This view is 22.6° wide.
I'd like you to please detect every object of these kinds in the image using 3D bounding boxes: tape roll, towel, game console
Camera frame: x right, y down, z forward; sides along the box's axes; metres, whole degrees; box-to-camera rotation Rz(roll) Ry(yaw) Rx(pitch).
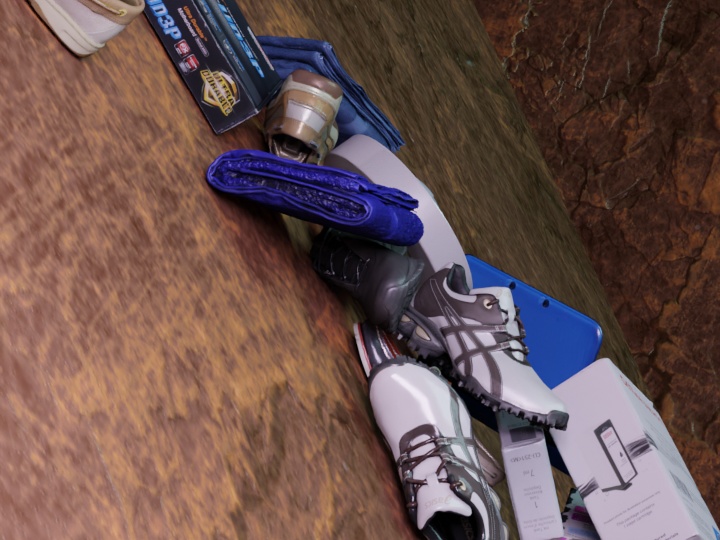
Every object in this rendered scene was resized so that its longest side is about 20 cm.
[{"bbox_3d":[0.035,-0.043,1.786,0.203,0.037,0.203,49,-15,18],"label":"tape roll"},{"bbox_3d":[-0.031,-0.065,1.540,0.200,0.147,0.050,18,89,-74],"label":"towel"},{"bbox_3d":[0.169,0.101,1.834,0.200,0.118,0.171,30,-12,39],"label":"game console"},{"bbox_3d":[-0.042,-0.171,1.795,0.200,0.111,0.049,41,65,-56],"label":"towel"}]

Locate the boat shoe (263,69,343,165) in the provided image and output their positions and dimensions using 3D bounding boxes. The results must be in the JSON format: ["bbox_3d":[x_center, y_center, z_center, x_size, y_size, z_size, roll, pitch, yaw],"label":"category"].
[{"bbox_3d":[-0.062,-0.119,1.650,0.200,0.072,0.076,102,8,-77],"label":"boat shoe"}]

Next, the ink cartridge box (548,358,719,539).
[{"bbox_3d":[0.254,0.200,1.646,0.146,0.084,0.200,43,19,-51],"label":"ink cartridge box"}]

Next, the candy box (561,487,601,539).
[{"bbox_3d":[0.209,0.300,1.736,0.200,0.061,0.137,-29,131,-79],"label":"candy box"}]

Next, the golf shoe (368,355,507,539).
[{"bbox_3d":[0.067,0.167,1.531,0.200,0.078,0.094,61,12,-3],"label":"golf shoe"}]

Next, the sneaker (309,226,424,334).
[{"bbox_3d":[0.000,0.000,1.641,0.091,0.076,0.200,24,7,-13],"label":"sneaker"}]

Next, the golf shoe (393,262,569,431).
[{"bbox_3d":[0.118,0.065,1.600,0.200,0.095,0.078,37,7,31],"label":"golf shoe"}]

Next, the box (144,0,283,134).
[{"bbox_3d":[-0.147,-0.230,1.613,0.200,0.046,0.159,60,12,-10],"label":"box"}]

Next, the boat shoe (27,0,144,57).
[{"bbox_3d":[-0.224,-0.233,1.262,0.200,0.066,0.074,47,19,-51],"label":"boat shoe"}]

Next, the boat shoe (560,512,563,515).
[{"bbox_3d":[0.251,0.356,1.948,0.200,0.060,0.076,64,12,8],"label":"boat shoe"}]

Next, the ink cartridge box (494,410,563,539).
[{"bbox_3d":[0.161,0.219,1.661,0.200,0.043,0.174,-76,153,-81],"label":"ink cartridge box"}]

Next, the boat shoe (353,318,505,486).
[{"bbox_3d":[0.061,0.125,1.666,0.200,0.062,0.071,59,14,-7],"label":"boat shoe"}]

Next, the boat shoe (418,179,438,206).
[{"bbox_3d":[0.075,-0.019,2.005,0.200,0.071,0.091,57,9,-33],"label":"boat shoe"}]
